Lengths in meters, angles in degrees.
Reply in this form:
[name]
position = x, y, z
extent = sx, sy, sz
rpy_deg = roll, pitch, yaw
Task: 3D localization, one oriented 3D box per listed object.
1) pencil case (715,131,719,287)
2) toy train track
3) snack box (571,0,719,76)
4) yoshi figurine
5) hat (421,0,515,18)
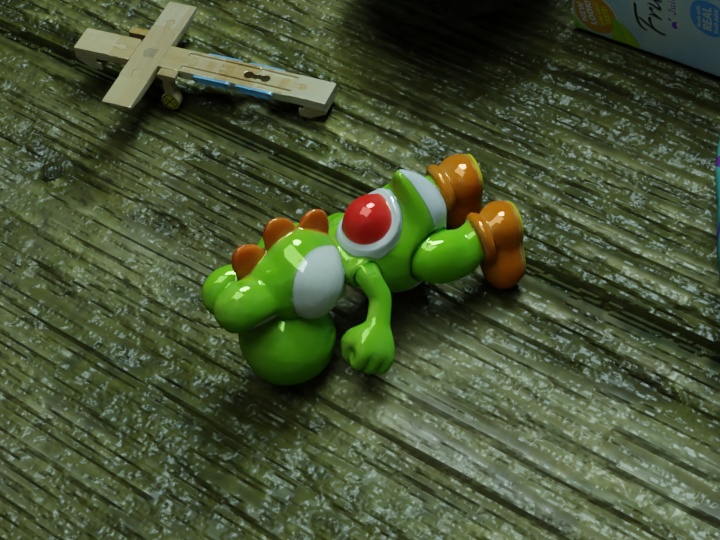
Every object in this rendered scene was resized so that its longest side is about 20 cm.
[pencil case]
position = 0.255, -0.014, 0.929
extent = 0.092, 0.085, 0.201
rpy_deg = -27, 43, 38
[toy train track]
position = -0.112, -0.137, 1.154
extent = 0.198, 0.033, 0.115
rpy_deg = 14, 51, 16
[snack box]
position = 0.230, -0.208, 1.029
extent = 0.199, 0.169, 0.068
rpy_deg = 26, 60, 31
[yoshi figurine]
position = -0.002, 0.008, 0.991
extent = 0.198, 0.112, 0.113
rpy_deg = -20, 91, -19
[hat]
position = 0.087, -0.235, 1.135
extent = 0.199, 0.081, 0.201
rpy_deg = -22, 36, 17
